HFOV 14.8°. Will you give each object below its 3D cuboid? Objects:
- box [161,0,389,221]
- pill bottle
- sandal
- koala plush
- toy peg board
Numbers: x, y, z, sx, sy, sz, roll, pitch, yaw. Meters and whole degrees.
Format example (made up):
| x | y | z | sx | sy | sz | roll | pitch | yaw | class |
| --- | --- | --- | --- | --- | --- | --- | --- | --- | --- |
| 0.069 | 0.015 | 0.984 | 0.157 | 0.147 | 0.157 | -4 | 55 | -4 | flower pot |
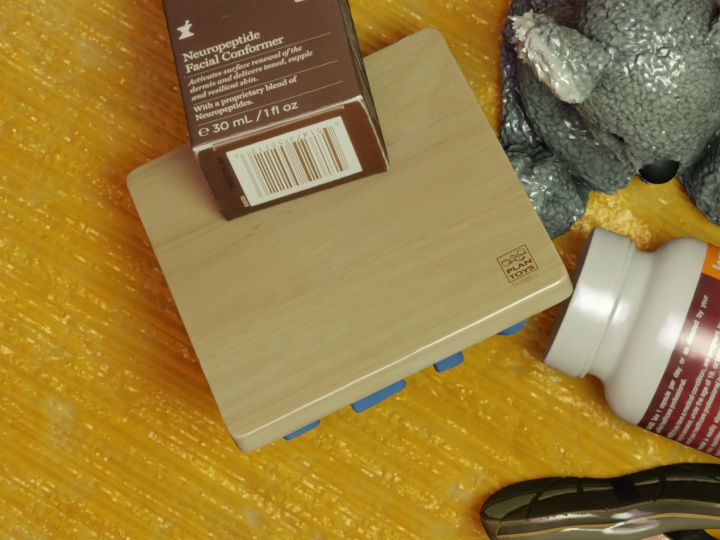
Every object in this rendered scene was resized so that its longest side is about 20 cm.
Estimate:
| x | y | z | sx | sy | sz | roll | pitch | yaw | class |
| --- | --- | --- | --- | --- | --- | --- | --- | --- | --- |
| -0.054 | -0.136 | 1.558 | 0.100 | 0.075 | 0.201 | -18 | 52 | 4 | box |
| 0.211 | 0.049 | 1.576 | 0.199 | 0.113 | 0.113 | 21 | 89 | 1 | pill bottle |
| 0.169 | 0.150 | 1.594 | 0.199 | 0.082 | 0.055 | -6 | 105 | 0 | sandal |
| 0.152 | -0.115 | 1.539 | 0.176 | 0.200 | 0.185 | -5 | 88 | 1 | koala plush |
| 0.000 | 0.000 | 1.555 | 0.199 | 0.098 | 0.200 | -26 | 54 | 0 | toy peg board |
